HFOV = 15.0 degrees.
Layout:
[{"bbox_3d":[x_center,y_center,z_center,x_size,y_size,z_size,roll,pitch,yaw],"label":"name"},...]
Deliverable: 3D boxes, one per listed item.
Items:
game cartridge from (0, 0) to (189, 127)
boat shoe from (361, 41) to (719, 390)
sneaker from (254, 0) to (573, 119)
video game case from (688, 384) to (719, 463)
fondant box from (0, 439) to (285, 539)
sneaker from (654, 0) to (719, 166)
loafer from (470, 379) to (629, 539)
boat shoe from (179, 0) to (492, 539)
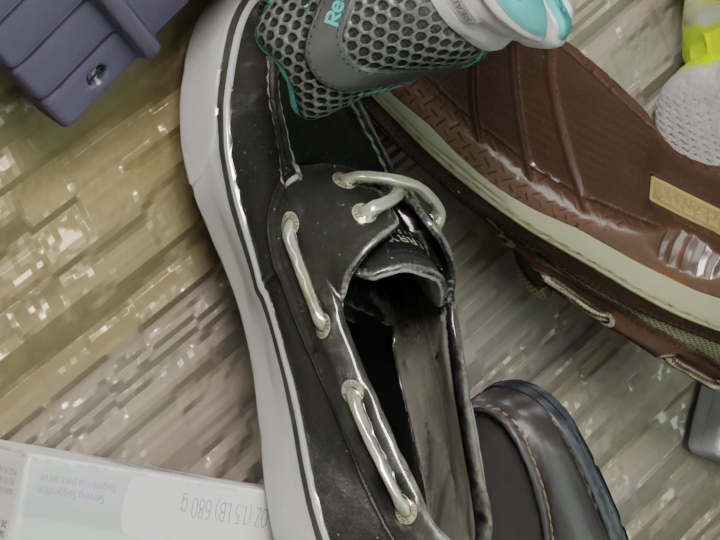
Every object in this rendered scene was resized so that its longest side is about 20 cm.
[{"bbox_3d":[-0.042,-0.140,0.757,0.200,0.038,0.130,-46,157,-3],"label":"game cartridge"},{"bbox_3d":[0.071,-0.017,0.917,0.202,0.075,0.075,32,48,-14],"label":"boat shoe"},{"bbox_3d":[0.009,-0.099,0.823,0.078,0.091,0.200,60,13,-12],"label":"sneaker"},{"bbox_3d":[0.214,0.026,1.079,0.200,0.018,0.144,21,80,-40],"label":"video game case"},{"bbox_3d":[-0.075,0.158,0.818,0.144,0.058,0.201,13,86,-41],"label":"fondant box"},{"bbox_3d":[0.160,-0.093,0.985,0.105,0.076,0.201,-16,103,-39],"label":"sneaker"},{"bbox_3d":[0.049,0.138,0.914,0.072,0.073,0.201,-14,102,-36],"label":"loafer"},{"bbox_3d":[0.000,0.000,0.827,0.071,0.064,0.201,1,70,-45],"label":"boat shoe"}]
